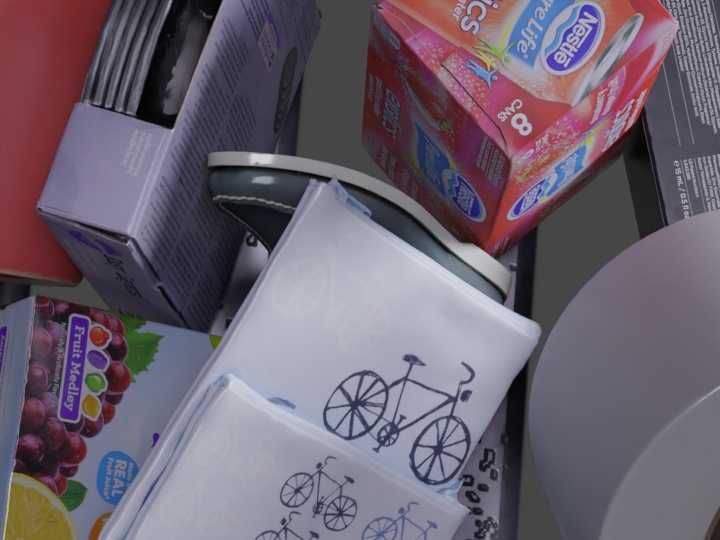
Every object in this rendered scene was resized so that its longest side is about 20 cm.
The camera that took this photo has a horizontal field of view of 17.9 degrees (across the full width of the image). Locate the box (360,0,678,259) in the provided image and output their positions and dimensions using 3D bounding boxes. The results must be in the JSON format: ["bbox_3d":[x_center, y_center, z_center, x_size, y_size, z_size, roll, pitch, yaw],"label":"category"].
[{"bbox_3d":[0.067,-0.084,1.057,0.100,0.200,0.096,-39,80,-11],"label":"box"}]

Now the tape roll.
[{"bbox_3d":[0.184,0.089,1.010,0.202,0.139,0.203,-4,116,-8],"label":"tape roll"}]

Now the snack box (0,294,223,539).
[{"bbox_3d":[-0.109,0.124,1.047,0.142,0.053,0.201,14,75,-32],"label":"snack box"}]

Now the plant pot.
[{"bbox_3d":[-0.188,-0.088,1.058,0.200,0.200,0.178,8,86,-1],"label":"plant pot"}]

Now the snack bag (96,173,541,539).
[{"bbox_3d":[-0.008,0.079,1.029,0.021,0.188,0.200,28,87,45],"label":"snack bag"}]

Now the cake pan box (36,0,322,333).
[{"bbox_3d":[-0.077,-0.076,1.047,0.052,0.200,0.185,16,78,9],"label":"cake pan box"}]

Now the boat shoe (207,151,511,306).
[{"bbox_3d":[0.000,0.000,1.052,0.073,0.200,0.062,3,73,40],"label":"boat shoe"}]

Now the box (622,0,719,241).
[{"bbox_3d":[0.205,-0.056,1.121,0.141,0.079,0.201,-9,78,-1],"label":"box"}]
